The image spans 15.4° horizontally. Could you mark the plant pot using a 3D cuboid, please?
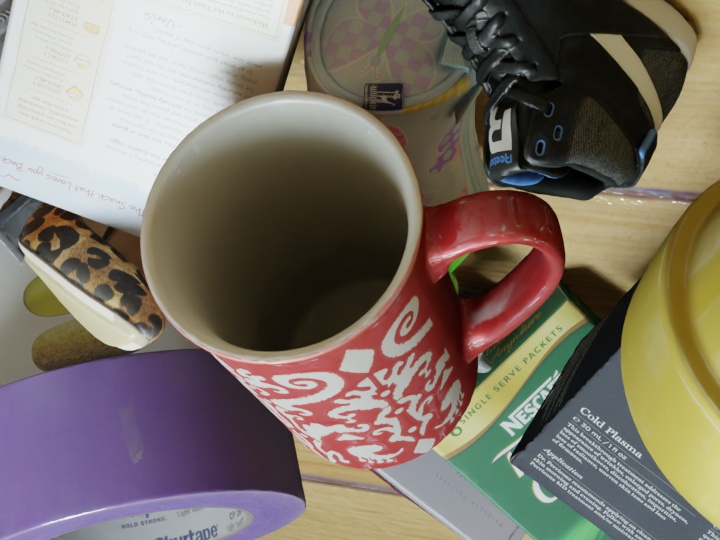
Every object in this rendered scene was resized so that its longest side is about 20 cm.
[{"bbox_3d":[0.242,0.009,1.208,0.200,0.201,0.189,22,142,-3],"label":"plant pot"}]

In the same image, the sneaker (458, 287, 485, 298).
[{"bbox_3d":[0.088,0.068,1.643,0.087,0.075,0.200,13,155,52],"label":"sneaker"}]

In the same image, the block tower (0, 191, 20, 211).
[{"bbox_3d":[-0.198,-0.060,1.590,0.054,0.058,0.200,25,160,-11],"label":"block tower"}]

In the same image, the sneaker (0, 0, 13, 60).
[{"bbox_3d":[-0.236,-0.162,1.303,0.112,0.078,0.201,14,121,35],"label":"sneaker"}]

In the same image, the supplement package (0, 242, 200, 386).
[{"bbox_3d":[-0.167,0.028,1.570,0.199,0.114,0.110,-14,164,11],"label":"supplement package"}]

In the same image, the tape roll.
[{"bbox_3d":[-0.135,0.114,1.525,0.199,0.085,0.200,-11,165,-3],"label":"tape roll"}]

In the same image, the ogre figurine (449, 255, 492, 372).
[{"bbox_3d":[0.000,0.000,1.504,0.120,0.098,0.201,1,112,43],"label":"ogre figurine"}]

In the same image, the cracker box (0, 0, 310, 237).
[{"bbox_3d":[-0.101,-0.109,1.284,0.134,0.058,0.200,20,131,0],"label":"cracker box"}]

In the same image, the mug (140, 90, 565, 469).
[{"bbox_3d":[0.005,0.023,1.283,0.177,0.134,0.200,18,163,20],"label":"mug"}]

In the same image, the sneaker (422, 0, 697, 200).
[{"bbox_3d":[0.062,-0.103,1.184,0.200,0.112,0.073,31,155,-24],"label":"sneaker"}]

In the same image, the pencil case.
[{"bbox_3d":[0.021,-0.074,1.329,0.090,0.083,0.200,-1,156,2],"label":"pencil case"}]

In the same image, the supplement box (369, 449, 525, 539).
[{"bbox_3d":[0.032,0.108,1.665,0.109,0.061,0.200,39,175,-21],"label":"supplement box"}]

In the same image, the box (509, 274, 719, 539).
[{"bbox_3d":[0.213,0.086,1.396,0.200,0.104,0.182,37,144,-1],"label":"box"}]

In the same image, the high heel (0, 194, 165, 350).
[{"bbox_3d":[-0.109,-0.038,1.381,0.071,0.143,0.200,52,171,-32],"label":"high heel"}]

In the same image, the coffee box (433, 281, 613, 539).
[{"bbox_3d":[0.139,0.111,1.558,0.200,0.123,0.044,44,-171,-21],"label":"coffee box"}]

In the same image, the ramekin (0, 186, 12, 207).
[{"bbox_3d":[-0.266,-0.087,1.412,0.202,0.203,0.094,34,141,-31],"label":"ramekin"}]
